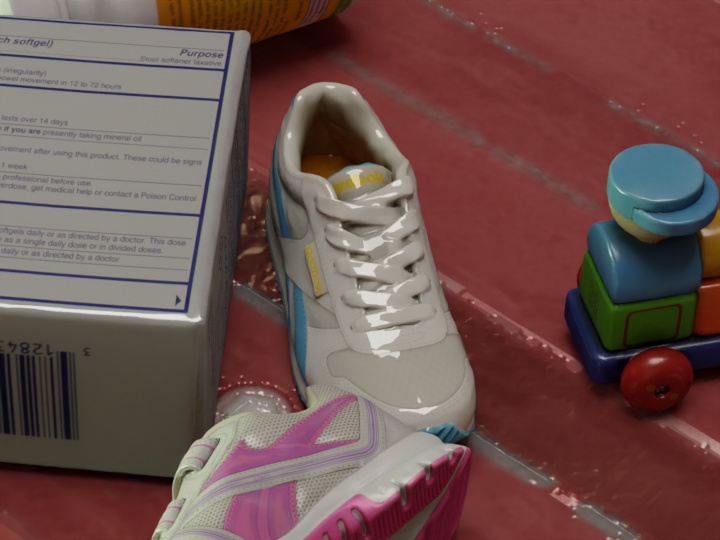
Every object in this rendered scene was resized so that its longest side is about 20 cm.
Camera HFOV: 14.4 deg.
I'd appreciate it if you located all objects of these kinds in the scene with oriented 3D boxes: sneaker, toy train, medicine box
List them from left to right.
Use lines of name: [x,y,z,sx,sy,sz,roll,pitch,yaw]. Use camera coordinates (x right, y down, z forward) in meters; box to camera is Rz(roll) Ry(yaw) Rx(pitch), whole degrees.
medicine box: [-0.149,-0.018,1.293,0.182,0.103,0.200,4,44,2]
sneaker: [-0.049,0.113,1.188,0.088,0.081,0.200,35,45,30]
sneaker: [0.000,0.000,1.299,0.076,0.081,0.200,-11,47,-16]
toy train: [0.198,-0.013,1.296,0.200,0.116,0.085,-9,46,-11]

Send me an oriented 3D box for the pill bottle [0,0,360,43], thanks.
pill bottle: [-0.101,-0.156,1.423,0.200,0.111,0.111,-22,49,-27]
